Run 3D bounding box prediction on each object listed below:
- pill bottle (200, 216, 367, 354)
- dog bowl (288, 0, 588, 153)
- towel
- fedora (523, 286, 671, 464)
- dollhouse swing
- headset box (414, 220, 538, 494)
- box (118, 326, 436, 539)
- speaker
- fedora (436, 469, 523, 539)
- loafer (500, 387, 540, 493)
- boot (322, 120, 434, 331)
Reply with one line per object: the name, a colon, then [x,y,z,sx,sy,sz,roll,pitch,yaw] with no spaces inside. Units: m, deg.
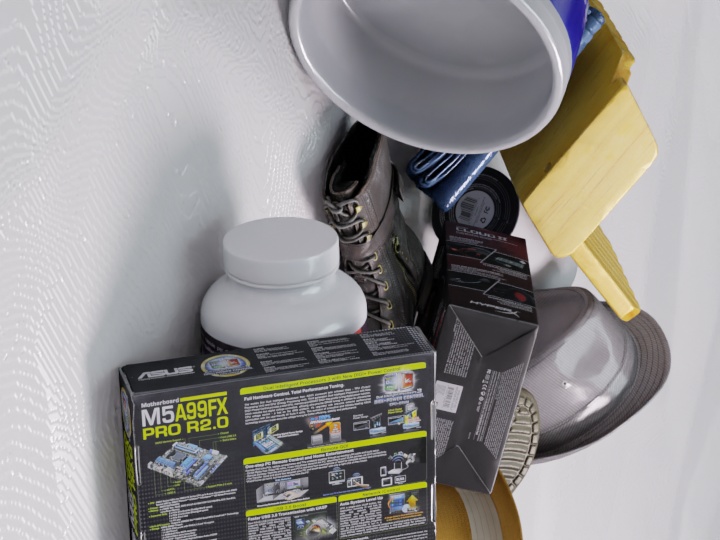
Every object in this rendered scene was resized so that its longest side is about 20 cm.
pill bottle: [-0.050,0.072,1.405,0.112,0.111,0.202,-42,136,-57]
dog bowl: [0.055,-0.176,1.451,0.201,0.198,0.079,71,33,-48]
towel: [0.111,-0.138,1.668,0.200,0.048,0.112,-51,-176,1]
fedora: [0.164,0.076,1.848,0.090,0.199,0.178,53,17,-37]
dollhouse swing: [0.210,-0.094,1.771,0.182,0.175,0.200,-49,-156,18]
headset box: [0.084,0.061,1.665,0.200,0.074,0.150,-88,-169,-69]
box: [-0.050,0.128,1.340,0.044,0.198,0.162,-129,-146,-63]
speaker: [0.129,-0.026,1.840,0.200,0.080,0.082,33,68,-65]
fedora: [0.052,0.236,1.700,0.081,0.200,0.203,7,92,-31]
loafer: [0.088,0.181,1.799,0.076,0.067,0.201,16,107,-31]
boot: [0.000,0.000,1.568,0.175,0.069,0.201,70,25,-48]
